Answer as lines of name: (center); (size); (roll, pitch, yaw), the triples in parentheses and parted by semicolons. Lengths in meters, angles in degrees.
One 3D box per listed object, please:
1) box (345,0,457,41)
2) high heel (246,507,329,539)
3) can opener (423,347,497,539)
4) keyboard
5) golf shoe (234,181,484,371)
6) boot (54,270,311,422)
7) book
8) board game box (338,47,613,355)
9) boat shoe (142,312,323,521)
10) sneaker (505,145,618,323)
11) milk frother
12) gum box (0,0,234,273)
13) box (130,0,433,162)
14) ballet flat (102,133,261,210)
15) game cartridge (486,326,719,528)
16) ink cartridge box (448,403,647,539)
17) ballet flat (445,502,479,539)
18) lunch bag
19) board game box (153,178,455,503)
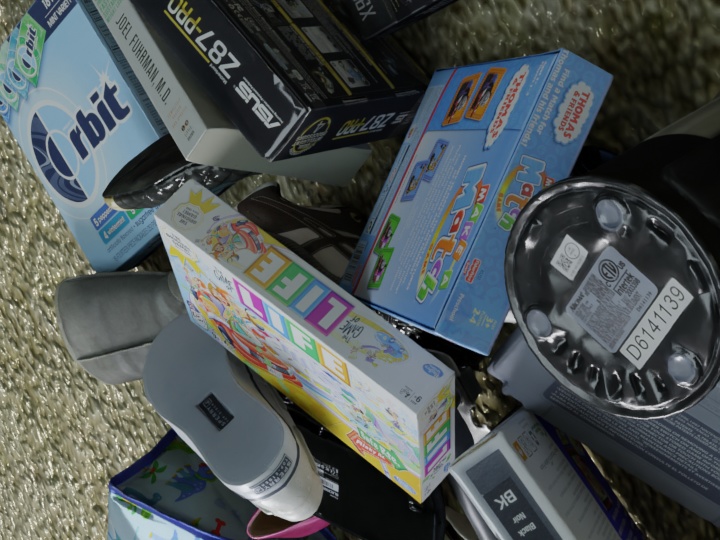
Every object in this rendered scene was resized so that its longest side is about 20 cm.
box: (0.023, -0.252, 0.828); (0.158, 0.050, 0.200); (-22, 95, 49)
high heel: (-0.008, 0.136, 1.038); (0.067, 0.096, 0.200); (57, 139, 4)
can opener: (0.071, 0.140, 0.957); (0.053, 0.067, 0.200); (-11, 114, 42)
keyboard: (-0.019, 0.126, 1.016); (0.200, 0.040, 0.104); (21, 126, 29)
golf shoe: (0.000, 0.000, 0.976); (0.200, 0.095, 0.078); (25, 145, 1)
boot: (-0.137, 0.069, 1.127); (0.200, 0.073, 0.182); (-18, 97, 36)
book: (-0.094, -0.137, 0.903); (0.048, 0.134, 0.200); (-50, 56, 28)
board game box: (0.054, -0.041, 0.793); (0.037, 0.151, 0.200); (25, 178, -14)
boat shoe: (-0.076, 0.101, 0.967); (0.086, 0.075, 0.202); (50, 173, -37)
sneaker: (0.107, -0.025, 0.861); (0.200, 0.073, 0.112); (14, 118, 30)
milk frother: (0.208, 0.001, 0.678); (0.200, 0.188, 0.180); (56, 139, 5)
gum box: (-0.203, -0.112, 1.135); (0.170, 0.045, 0.200); (-33, 86, 49)
box: (-0.061, -0.159, 0.878); (0.200, 0.161, 0.049); (49, 121, 13)
ballet flat: (-0.100, -0.071, 1.009); (0.200, 0.067, 0.057); (-14, 128, 31)
game cartridge: (0.177, 0.077, 0.801); (0.200, 0.041, 0.133); (32, 154, 0)
ink cartridge box: (0.139, 0.170, 0.848); (0.043, 0.198, 0.200); (-38, 82, 12)
ballet flat: (0.085, 0.234, 1.036); (0.072, 0.068, 0.200); (-40, 77, 29)
lunch bag: (-0.109, 0.254, 1.194); (0.200, 0.127, 0.170); (24, 126, 18)
board game box: (-0.031, 0.043, 0.867); (0.200, 0.034, 0.135); (36, 158, 22)
